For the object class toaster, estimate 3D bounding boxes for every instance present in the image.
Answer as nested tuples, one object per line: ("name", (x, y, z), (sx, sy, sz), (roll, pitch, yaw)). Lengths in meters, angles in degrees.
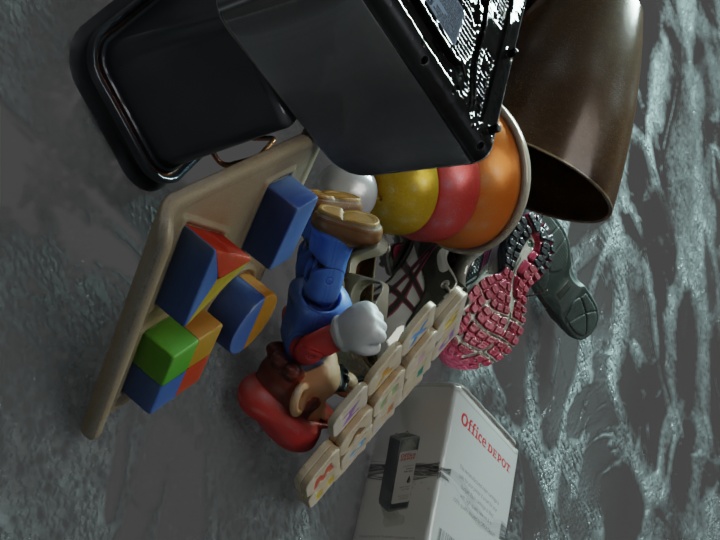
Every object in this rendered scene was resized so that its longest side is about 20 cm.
("toaster", (0.014, -0.185, 0.692), (0.200, 0.117, 0.182), (49, 44, -39))

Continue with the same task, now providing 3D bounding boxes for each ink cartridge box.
("ink cartridge box", (0.070, 0.224, 0.987), (0.146, 0.084, 0.202), (47, 48, -43))

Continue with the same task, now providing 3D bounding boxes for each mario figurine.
("mario figurine", (-0.022, 0.045, 0.816), (0.123, 0.105, 0.202), (-36, 143, -66))

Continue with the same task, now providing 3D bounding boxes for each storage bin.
("storage bin", (-0.081, -0.152, 0.770), (0.201, 0.133, 0.147), (-55, 129, -46))

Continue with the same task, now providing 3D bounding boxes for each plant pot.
("plant pot", (0.195, -0.179, 1.053), (0.187, 0.186, 0.202), (37, 75, -49))

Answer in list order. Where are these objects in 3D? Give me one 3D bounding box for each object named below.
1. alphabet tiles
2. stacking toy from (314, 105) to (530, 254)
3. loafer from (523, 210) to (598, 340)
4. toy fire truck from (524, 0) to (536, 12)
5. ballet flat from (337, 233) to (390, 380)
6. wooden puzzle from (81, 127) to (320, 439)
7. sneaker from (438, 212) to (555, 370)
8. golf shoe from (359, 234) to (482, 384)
("alphabet tiles", (0.018, 0.102, 0.856), (0.200, 0.015, 0.196), (-49, 166, -18))
("stacking toy", (0.034, -0.077, 0.903), (0.199, 0.145, 0.148), (-11, 94, -45))
("loafer", (0.224, 0.002, 1.313), (0.072, 0.063, 0.201), (-41, 120, -17))
("toy fire truck", (0.165, -0.257, 1.221), (0.169, 0.110, 0.202), (82, 13, -56))
("ballet flat", (0.000, 0.000, 0.937), (0.067, 0.062, 0.203), (23, 65, -53))
("wooden puzzle", (-0.091, 0.008, 0.706), (0.200, 0.046, 0.186), (-43, 163, -55))
("sneaker", (0.139, 0.028, 1.151), (0.081, 0.074, 0.201), (47, 57, -16))
("golf shoe", (0.050, 0.035, 0.990), (0.077, 0.087, 0.202), (54, 43, -40))
